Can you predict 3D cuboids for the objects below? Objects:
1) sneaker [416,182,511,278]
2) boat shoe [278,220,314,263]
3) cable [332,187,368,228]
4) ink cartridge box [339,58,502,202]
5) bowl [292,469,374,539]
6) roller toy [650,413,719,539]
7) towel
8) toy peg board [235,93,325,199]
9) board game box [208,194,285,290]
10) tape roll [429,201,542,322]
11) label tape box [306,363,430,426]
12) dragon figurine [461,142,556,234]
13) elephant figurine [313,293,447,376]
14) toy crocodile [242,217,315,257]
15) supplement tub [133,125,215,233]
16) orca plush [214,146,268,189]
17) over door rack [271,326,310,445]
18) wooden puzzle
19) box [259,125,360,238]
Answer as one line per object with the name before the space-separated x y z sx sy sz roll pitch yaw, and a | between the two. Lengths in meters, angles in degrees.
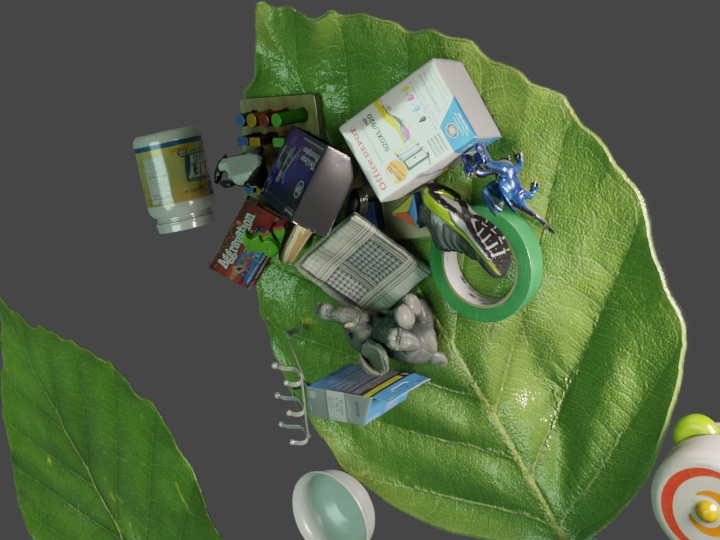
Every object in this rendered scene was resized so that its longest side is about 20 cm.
sneaker | 0.170 -0.056 1.567 0.200 0.073 0.082 49 134 24
boat shoe | -0.084 -0.097 1.746 0.075 0.072 0.202 23 102 -17
cable | -0.014 -0.086 1.750 0.098 0.049 0.202 -114 31 -41
ink cartridge box | 0.098 -0.228 1.548 0.199 0.144 0.149 -32 85 26
bowl | -0.039 0.494 1.950 0.199 0.090 0.205 14 113 35
roller toy | 0.539 0.337 1.413 0.198 0.139 0.185 26 119 28
towel | 0.000 0.000 1.736 0.191 0.035 0.199 35 133 -19
toy peg board | -0.171 -0.229 1.814 0.197 0.097 0.204 4 107 37
board game box | -0.229 -0.054 1.935 0.102 0.020 0.201 29 126 -8
tape roll | 0.213 -0.015 1.615 0.198 0.048 0.204 13 112 35
label tape box | 0.017 0.238 1.787 0.197 0.142 0.067 6 107 37
dragon figurine | 0.235 -0.124 1.516 0.059 0.099 0.202 -5 118 56
elephant figurine | 0.035 0.118 1.748 0.198 0.141 0.158 -15 81 34
toy crocodile | -0.141 -0.077 1.839 0.197 0.068 0.062 -13 122 28
supplement tub | -0.383 -0.190 1.963 0.143 0.144 0.204 -4 103 38
orca plush | -0.218 -0.172 1.787 0.198 0.106 0.071 -2 134 51
over door rack | -0.138 0.229 1.867 0.065 0.201 0.150 -4 117 -2
wooden puzzle | 0.047 -0.144 1.704 0.198 0.046 0.189 -2 103 39
box | -0.090 -0.157 1.630 0.143 0.078 0.200 -66 27 8
